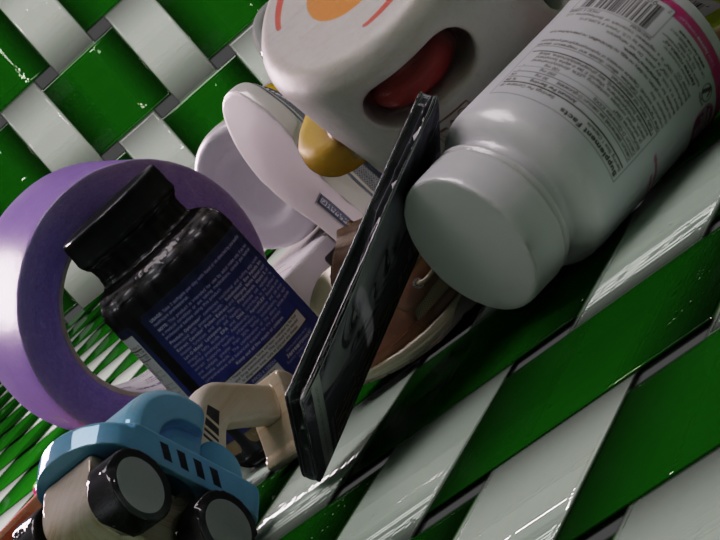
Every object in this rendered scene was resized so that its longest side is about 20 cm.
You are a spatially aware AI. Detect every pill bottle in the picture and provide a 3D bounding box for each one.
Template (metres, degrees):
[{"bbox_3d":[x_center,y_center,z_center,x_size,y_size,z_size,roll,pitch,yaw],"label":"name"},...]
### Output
[{"bbox_3d":[0.120,-0.075,1.476,0.200,0.113,0.113,-46,8,-31],"label":"pill bottle"},{"bbox_3d":[-0.106,0.029,1.726,0.112,0.200,0.112,-41,8,7],"label":"pill bottle"},{"bbox_3d":[-0.040,-0.107,2.011,0.111,0.111,0.200,-37,6,37],"label":"pill bottle"}]

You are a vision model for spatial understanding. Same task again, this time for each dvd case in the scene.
[{"bbox_3d":[0.005,0.012,1.473,0.149,0.016,0.201,84,-151,-68],"label":"dvd case"}]

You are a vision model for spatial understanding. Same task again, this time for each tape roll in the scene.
[{"bbox_3d":[-0.170,0.020,1.811,0.200,0.200,0.085,-45,20,-22],"label":"tape roll"}]

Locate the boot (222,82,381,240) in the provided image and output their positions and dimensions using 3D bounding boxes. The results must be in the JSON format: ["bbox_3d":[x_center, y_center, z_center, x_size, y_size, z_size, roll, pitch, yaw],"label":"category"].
[{"bbox_3d":[-0.008,-0.080,1.882,0.090,0.200,0.073,-43,-4,-35],"label":"boot"}]

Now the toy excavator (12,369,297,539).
[{"bbox_3d":[-0.106,0.117,1.548,0.100,0.194,0.201,-37,37,35],"label":"toy excavator"}]

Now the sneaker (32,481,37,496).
[{"bbox_3d":[-0.179,0.165,1.886,0.084,0.077,0.200,-32,6,-37],"label":"sneaker"}]

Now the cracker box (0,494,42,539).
[{"bbox_3d":[-0.236,0.212,1.795,0.134,0.058,0.200,-47,-1,-35],"label":"cracker box"}]

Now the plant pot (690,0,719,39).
[{"bbox_3d":[0.214,-0.261,1.666,0.199,0.199,0.182,156,128,-67],"label":"plant pot"}]

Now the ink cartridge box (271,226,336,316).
[{"bbox_3d":[-0.035,0.015,1.964,0.200,0.067,0.116,-47,9,-36],"label":"ink cartridge box"}]

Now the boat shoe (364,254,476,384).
[{"bbox_3d":[0.049,-0.004,1.607,0.200,0.072,0.076,-41,7,12],"label":"boat shoe"}]

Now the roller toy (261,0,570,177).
[{"bbox_3d":[0.041,-0.153,1.606,0.182,0.140,0.201,6,64,53],"label":"roller toy"}]

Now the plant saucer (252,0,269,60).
[{"bbox_3d":[0.012,-0.160,1.954,0.200,0.199,0.050,-52,-24,-54],"label":"plant saucer"}]

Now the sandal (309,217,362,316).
[{"bbox_3d":[0.000,0.001,1.795,0.201,0.057,0.080,139,140,-56],"label":"sandal"}]
